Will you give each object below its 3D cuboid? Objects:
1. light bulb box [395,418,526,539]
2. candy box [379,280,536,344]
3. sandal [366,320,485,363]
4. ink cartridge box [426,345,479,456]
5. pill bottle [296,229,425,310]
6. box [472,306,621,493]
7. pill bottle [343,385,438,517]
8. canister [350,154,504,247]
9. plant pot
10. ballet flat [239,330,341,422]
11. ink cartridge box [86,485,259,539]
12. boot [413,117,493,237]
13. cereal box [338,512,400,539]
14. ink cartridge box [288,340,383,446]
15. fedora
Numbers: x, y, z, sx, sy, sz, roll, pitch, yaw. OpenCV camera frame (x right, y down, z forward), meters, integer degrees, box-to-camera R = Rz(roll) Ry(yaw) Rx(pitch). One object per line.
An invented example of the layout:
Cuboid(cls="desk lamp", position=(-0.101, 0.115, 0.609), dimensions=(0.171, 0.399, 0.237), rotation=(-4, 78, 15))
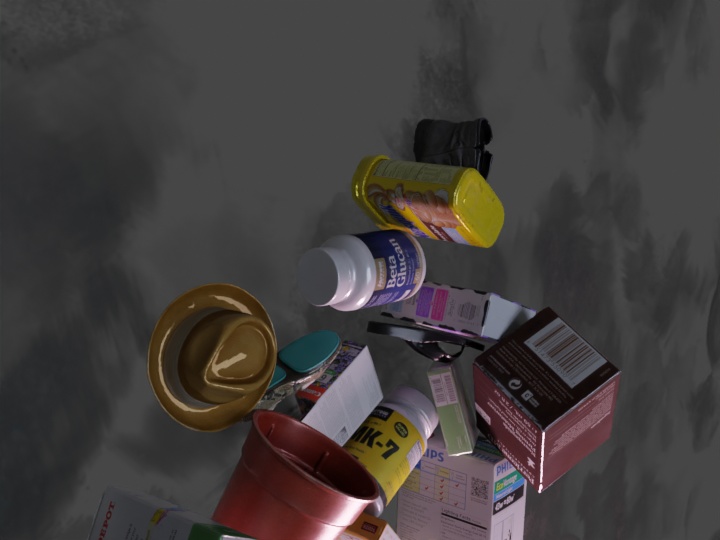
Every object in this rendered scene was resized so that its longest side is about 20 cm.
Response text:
Cuboid(cls="light bulb box", position=(0.175, 0.387, 1.682), dimensions=(0.124, 0.196, 0.203), rotation=(-13, 109, -52))
Cuboid(cls="candy box", position=(0.160, 0.069, 1.588), dimensions=(0.167, 0.198, 0.073), rotation=(19, 83, -53))
Cuboid(cls="sandal", position=(0.103, 0.120, 1.574), dimensions=(0.198, 0.075, 0.049), rotation=(10, 88, -12))
Cuboid(cls="ink cartridge box", position=(0.164, 0.213, 1.654), dimensions=(0.200, 0.047, 0.147), rotation=(-34, 109, -73))
Cuboid(cls="pill bottle", position=(0.000, 0.000, 1.438), dimensions=(0.199, 0.110, 0.113), rotation=(-9, 105, -51))
Cuboid(cls="box", position=(0.291, 0.204, 1.535), dimensions=(0.163, 0.166, 0.201), rotation=(-33, 143, -18))
Cuboid(cls="pill bottle", position=(0.035, 0.286, 1.547), dimensions=(0.200, 0.113, 0.115), rotation=(-48, 132, -36))
Cuboid(cls="canister", position=(0.103, -0.104, 1.470), dimensions=(0.148, 0.198, 0.087), rotation=(43, 67, -44))
Cuboid(cls="plant pot", position=(-0.107, 0.325, 1.296), dimensions=(0.200, 0.200, 0.197), rotation=(24, 99, -52))
Cuboid(cls="ballet flat", position=(-0.109, 0.154, 1.383), dimensions=(0.199, 0.068, 0.076), rotation=(-31, 143, -38))
Cuboid(cls="ink cartridge box", position=(-0.232, 0.356, 1.147), dimensions=(0.084, 0.198, 0.147), rotation=(30, 75, -54))
Cuboid(cls="boot", position=(0.145, -0.149, 1.577), dimensions=(0.069, 0.130, 0.203), rotation=(-8, 104, -51))
Cuboid(cls="cereal box", position=(0.017, 0.437, 1.534), dimensions=(0.040, 0.143, 0.201), rotation=(-57, 138, -26))
Cuboid(cls="ink cartridge box", position=(-0.049, 0.211, 1.474), dimensions=(0.200, 0.050, 0.110), rotation=(-45, 131, -36))
Cuboid(cls="fedora", position=(-0.171, 0.110, 1.234), dimensions=(0.199, 0.081, 0.204), rotation=(4, 83, -41))
